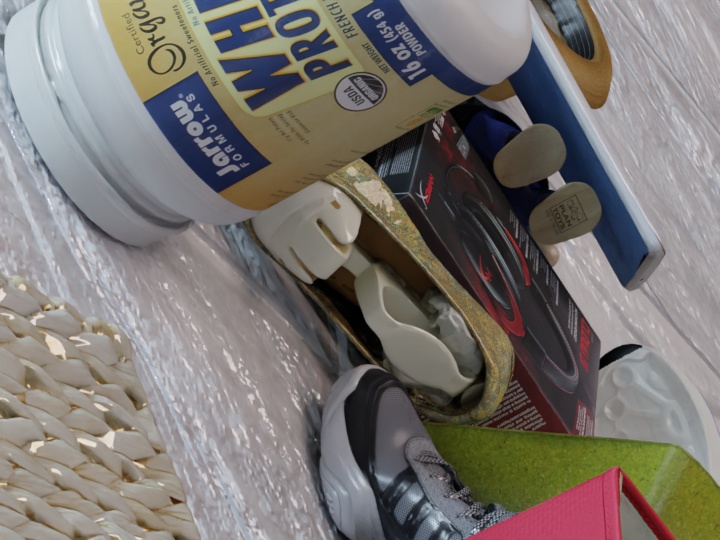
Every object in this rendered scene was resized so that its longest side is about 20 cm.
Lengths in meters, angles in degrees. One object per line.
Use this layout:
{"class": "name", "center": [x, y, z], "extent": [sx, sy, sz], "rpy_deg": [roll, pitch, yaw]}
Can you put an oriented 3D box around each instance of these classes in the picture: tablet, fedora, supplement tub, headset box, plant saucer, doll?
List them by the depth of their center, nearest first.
{"class": "supplement tub", "center": [-0.042, -0.108, 1.213], "extent": [0.144, 0.200, 0.144], "rpy_deg": [50, 23, -30]}
{"class": "plant saucer", "center": [0.121, 0.154, 1.352], "extent": [0.200, 0.200, 0.048], "rpy_deg": [48, 60, -34]}
{"class": "headset box", "center": [0.056, 0.025, 1.462], "extent": [0.200, 0.075, 0.149], "rpy_deg": [56, 19, -17]}
{"class": "tablet", "center": [0.113, -0.085, 1.542], "extent": [0.200, 0.014, 0.130], "rpy_deg": [62, -6, 8]}
{"class": "doll", "center": [0.083, -0.060, 1.610], "extent": [0.137, 0.048, 0.200], "rpy_deg": [58, -4, -17]}
{"class": "fedora", "center": [0.080, -0.174, 1.776], "extent": [0.201, 0.082, 0.201], "rpy_deg": [45, 24, -27]}

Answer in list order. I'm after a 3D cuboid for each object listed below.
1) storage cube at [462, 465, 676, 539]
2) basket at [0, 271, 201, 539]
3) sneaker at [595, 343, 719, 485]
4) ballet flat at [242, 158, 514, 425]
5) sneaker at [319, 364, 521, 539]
{"class": "storage cube", "center": [0.072, 0.221, 1.096], "extent": [0.171, 0.180, 0.200], "rpy_deg": [51, 24, -29]}
{"class": "basket", "center": [-0.155, 0.099, 0.681], "extent": [0.198, 0.200, 0.161], "rpy_deg": [33, 29, -54]}
{"class": "sneaker", "center": [0.207, 0.149, 1.686], "extent": [0.200, 0.081, 0.146], "rpy_deg": [66, 12, 20]}
{"class": "ballet flat", "center": [0.000, 0.000, 1.339], "extent": [0.200, 0.071, 0.071], "rpy_deg": [46, 23, -14]}
{"class": "sneaker", "center": [0.055, 0.118, 1.273], "extent": [0.075, 0.114, 0.200], "rpy_deg": [22, 44, -50]}
